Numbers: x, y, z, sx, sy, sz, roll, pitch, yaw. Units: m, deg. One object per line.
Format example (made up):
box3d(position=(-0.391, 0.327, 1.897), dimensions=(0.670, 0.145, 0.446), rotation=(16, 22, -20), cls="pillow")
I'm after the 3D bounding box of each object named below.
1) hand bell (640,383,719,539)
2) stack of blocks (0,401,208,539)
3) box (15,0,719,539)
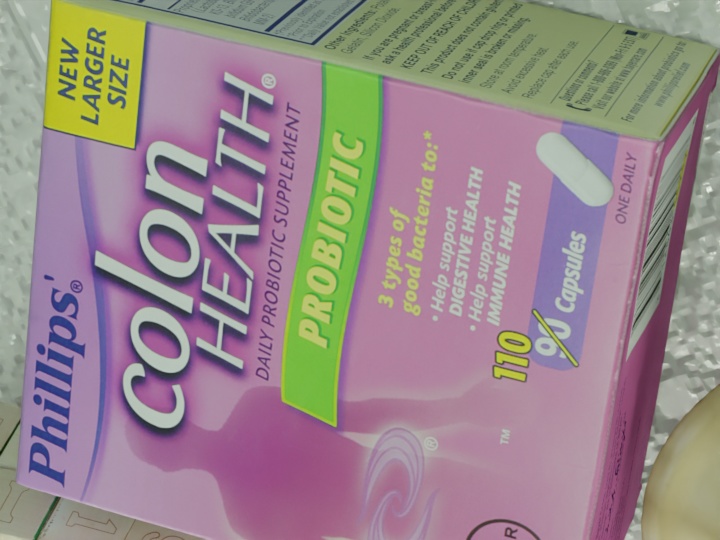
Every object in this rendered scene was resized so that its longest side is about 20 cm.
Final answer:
box3d(position=(0.168, 0.115, 0.728), dimensions=(0.103, 0.200, 0.105), rotation=(-8, 118, -15), cls="hand bell")
box3d(position=(-0.063, 0.125, 0.889), dimensions=(0.199, 0.059, 0.116), rotation=(14, 135, 14), cls="stack of blocks")
box3d(position=(0.000, 0.000, 0.813), dimensions=(0.199, 0.097, 0.177), rotation=(15, 116, 14), cls="box")
